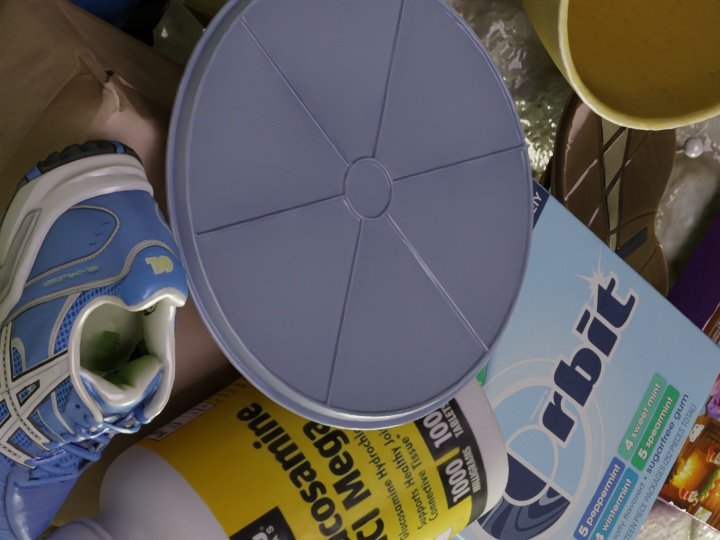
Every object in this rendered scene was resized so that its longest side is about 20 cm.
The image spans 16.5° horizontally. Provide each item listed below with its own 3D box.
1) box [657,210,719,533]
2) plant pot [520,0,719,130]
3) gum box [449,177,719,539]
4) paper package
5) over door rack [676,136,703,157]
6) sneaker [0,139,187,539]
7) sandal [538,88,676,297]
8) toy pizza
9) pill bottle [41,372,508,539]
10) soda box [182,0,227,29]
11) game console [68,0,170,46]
[{"bbox_3d":[0.226,0.048,1.449,0.137,0.039,0.201,30,92,-44],"label":"box"},{"bbox_3d":[0.141,-0.191,1.222,0.199,0.142,0.201,-22,136,-23],"label":"plant pot"},{"bbox_3d":[0.087,0.065,1.276,0.200,0.044,0.171,39,74,-37],"label":"gum box"},{"bbox_3d":[-0.129,0.000,1.095,0.200,0.104,0.190,-49,142,12],"label":"paper package"},{"bbox_3d":[0.235,-0.167,1.354,0.147,0.067,0.201,-13,116,-29],"label":"over door rack"},{"bbox_3d":[-0.122,0.046,0.999,0.075,0.077,0.201,-10,138,-34],"label":"sneaker"},{"bbox_3d":[0.128,-0.035,1.354,0.080,0.054,0.201,-32,139,-23],"label":"sandal"},{"bbox_3d":[-0.006,-0.033,1.055,0.199,0.032,0.202,4,83,-39],"label":"toy pizza"},{"bbox_3d":[-0.041,0.106,1.100,0.199,0.112,0.113,-32,124,-23],"label":"pill bottle"},{"bbox_3d":[-0.009,-0.097,1.169,0.064,0.067,0.200,-58,155,-9],"label":"soda box"},{"bbox_3d":[-0.163,-0.058,1.105,0.199,0.116,0.177,-15,107,-27],"label":"game console"}]
